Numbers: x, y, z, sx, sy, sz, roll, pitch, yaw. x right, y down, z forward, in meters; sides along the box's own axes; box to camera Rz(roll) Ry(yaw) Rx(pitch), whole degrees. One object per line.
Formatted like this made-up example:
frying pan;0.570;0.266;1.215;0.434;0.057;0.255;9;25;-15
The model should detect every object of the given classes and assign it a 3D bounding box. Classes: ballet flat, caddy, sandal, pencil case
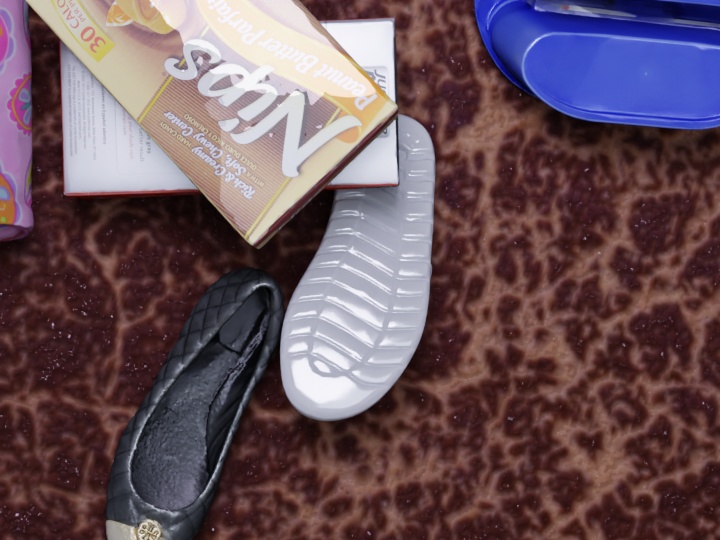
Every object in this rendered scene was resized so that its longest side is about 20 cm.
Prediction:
ballet flat;-0.103;0.089;1.388;0.066;0.057;0.201;23;82;-7
caddy;0.171;-0.164;1.436;0.199;0.105;0.142;5;108;-8
sandal;0.007;0.002;1.418;0.082;0.050;0.204;15;70;6
pencil case;-0.237;-0.115;1.367;0.087;0.087;0.201;-3;86;-11

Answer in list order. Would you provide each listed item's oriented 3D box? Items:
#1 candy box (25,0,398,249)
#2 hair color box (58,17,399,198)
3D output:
candy box;-0.086;-0.124;1.325;0.115;0.055;0.200;-43;89;0
hair color box;-0.077;-0.096;1.384;0.199;0.061;0.102;-1;90;1
